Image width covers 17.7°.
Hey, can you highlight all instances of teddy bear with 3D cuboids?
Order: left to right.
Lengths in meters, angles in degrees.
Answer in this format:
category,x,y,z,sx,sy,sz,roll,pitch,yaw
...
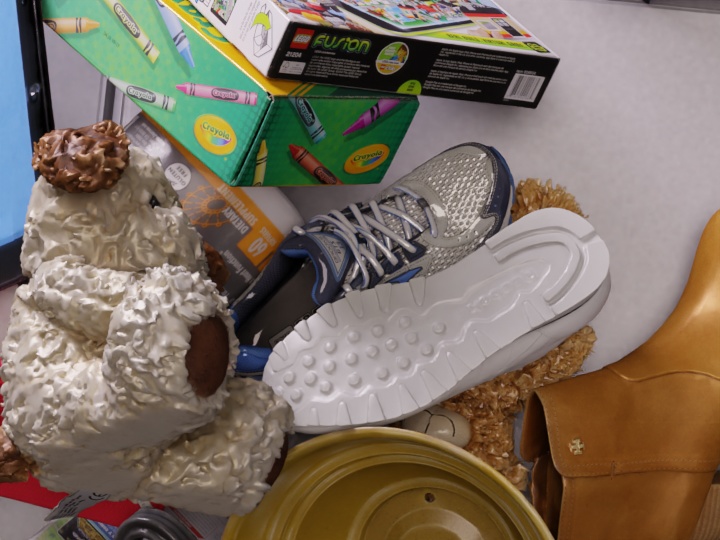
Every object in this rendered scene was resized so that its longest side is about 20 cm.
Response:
category,x,y,z,sx,sy,sz,roll,pitch,yaw
teddy bear,0.061,0.035,1.308,0.145,0.067,0.200,30,86,6

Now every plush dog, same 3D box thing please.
category,x,y,z,sx,sy,sz,roll,pitch,yaw
plush dog,-0.125,0.019,1.149,0.160,0.200,0.172,-5,64,10

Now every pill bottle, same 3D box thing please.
category,x,y,z,sx,sy,sz,roll,pitch,yaw
pill bottle,-0.137,0.005,1.288,0.200,0.116,0.116,-45,86,-2

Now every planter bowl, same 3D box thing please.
category,x,y,z,sx,sy,sz,roll,pitch,yaw
planter bowl,0.029,0.170,1.244,0.200,0.083,0.201,4,103,18

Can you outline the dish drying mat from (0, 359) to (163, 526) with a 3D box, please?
category,x,y,z,sx,sy,sz,roll,pitch,yaw
dish drying mat,-0.194,0.083,1.221,0.199,0.018,0.077,16,113,-10

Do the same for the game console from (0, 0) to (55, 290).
category,x,y,z,sx,sy,sz,roll,pitch,yaw
game console,-0.264,-0.077,1.239,0.172,0.119,0.201,1,67,-25

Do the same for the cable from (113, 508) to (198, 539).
category,x,y,z,sx,sy,sz,roll,pitch,yaw
cable,-0.055,0.210,1.223,0.200,0.050,0.097,42,126,15

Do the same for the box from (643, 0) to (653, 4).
category,x,y,z,sx,sy,sz,roll,pitch,yaw
box,0.182,-0.274,1.308,0.132,0.115,0.200,38,87,4

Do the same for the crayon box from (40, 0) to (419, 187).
category,x,y,z,sx,sy,sz,roll,pitch,yaw
crayon box,-0.079,-0.121,1.255,0.200,0.119,0.058,41,118,31

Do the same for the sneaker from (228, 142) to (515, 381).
category,x,y,z,sx,sy,sz,roll,pitch,yaw
sneaker,0.000,0.000,1.262,0.200,0.085,0.077,-41,64,2

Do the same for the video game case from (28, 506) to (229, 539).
category,x,y,z,sx,sy,sz,roll,pitch,yaw
video game case,-0.112,0.182,1.260,0.143,0.018,0.200,46,46,4

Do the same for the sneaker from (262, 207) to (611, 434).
category,x,y,z,sx,sy,sz,roll,pitch,yaw
sneaker,0.044,0.041,1.237,0.200,0.081,0.077,-22,69,-3

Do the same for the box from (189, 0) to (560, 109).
category,x,y,z,sx,sy,sz,roll,pitch,yaw
box,0.003,-0.137,1.250,0.110,0.200,0.035,46,121,38

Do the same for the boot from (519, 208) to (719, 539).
category,x,y,z,sx,sy,sz,roll,pitch,yaw
boot,0.159,0.060,1.280,0.144,0.071,0.202,1,92,-26
